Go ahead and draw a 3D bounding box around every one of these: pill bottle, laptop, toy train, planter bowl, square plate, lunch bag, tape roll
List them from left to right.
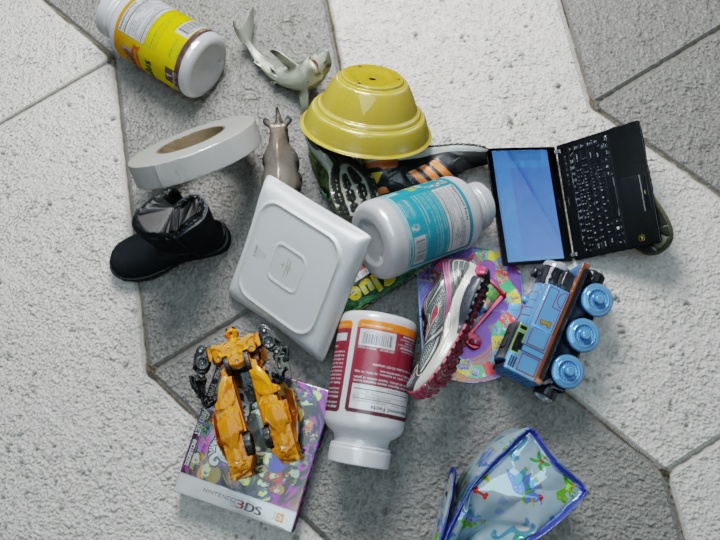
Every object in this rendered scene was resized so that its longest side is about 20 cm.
[{"bbox_3d":[-0.322,-0.369,1.138,0.199,0.109,0.110,32,81,12],"label":"pill bottle"},{"bbox_3d":[-0.244,-0.176,1.049,0.201,0.203,0.037,-18,113,1],"label":"tape roll"},{"bbox_3d":[-0.098,-0.003,1.004,0.197,0.028,0.202,32,112,25],"label":"square plate"},{"bbox_3d":[0.011,0.164,0.979,0.112,0.113,0.202,8,77,7],"label":"pill bottle"},{"bbox_3d":[0.013,-0.244,1.035,0.198,0.084,0.201,6,36,-4],"label":"planter bowl"},{"bbox_3d":[0.095,-0.067,1.003,0.198,0.111,0.112,-19,74,-29],"label":"pill bottle"},{"bbox_3d":[0.165,0.298,0.904,0.200,0.170,0.128,-43,77,-4],"label":"lunch bag"},{"bbox_3d":[0.267,0.077,0.984,0.113,0.087,0.202,26,80,0],"label":"toy train"},{"bbox_3d":[0.300,-0.109,1.012,0.198,0.103,0.179,-13,79,37],"label":"laptop"}]

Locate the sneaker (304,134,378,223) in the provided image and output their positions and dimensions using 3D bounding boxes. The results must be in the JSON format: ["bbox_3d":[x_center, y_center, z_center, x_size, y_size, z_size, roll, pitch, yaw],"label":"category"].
[{"bbox_3d":[-0.032,-0.131,1.070,0.076,0.089,0.202,-11,65,-21],"label":"sneaker"}]

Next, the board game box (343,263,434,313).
[{"bbox_3d":[0.000,0.000,1.063,0.199,0.023,0.105,-32,73,-3],"label":"board game box"}]

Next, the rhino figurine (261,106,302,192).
[{"bbox_3d":[-0.120,-0.157,1.081,0.059,0.088,0.202,-4,76,3],"label":"rhino figurine"}]

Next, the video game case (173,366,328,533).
[{"bbox_3d":[-0.148,0.244,1.013,0.179,0.036,0.202,17,78,7],"label":"video game case"}]

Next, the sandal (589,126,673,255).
[{"bbox_3d":[0.394,-0.114,1.042,0.079,0.057,0.203,-28,71,35],"label":"sandal"}]

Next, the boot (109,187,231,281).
[{"bbox_3d":[-0.297,-0.051,1.030,0.198,0.168,0.077,-14,76,2],"label":"boot"}]

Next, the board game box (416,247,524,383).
[{"bbox_3d":[0.162,0.059,1.027,0.156,0.039,0.202,-3,77,4],"label":"board game box"}]

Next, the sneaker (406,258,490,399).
[{"bbox_3d":[0.110,0.080,0.973,0.074,0.081,0.202,20,75,22],"label":"sneaker"}]

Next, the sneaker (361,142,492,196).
[{"bbox_3d":[0.101,-0.143,1.077,0.197,0.070,0.091,-4,98,0],"label":"sneaker"}]

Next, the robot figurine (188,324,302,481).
[{"bbox_3d":[-0.154,0.176,0.981,0.143,0.058,0.202,-17,77,-1],"label":"robot figurine"}]

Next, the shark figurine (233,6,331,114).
[{"bbox_3d":[-0.111,-0.336,1.143,0.213,0.129,0.089,31,55,29],"label":"shark figurine"}]
